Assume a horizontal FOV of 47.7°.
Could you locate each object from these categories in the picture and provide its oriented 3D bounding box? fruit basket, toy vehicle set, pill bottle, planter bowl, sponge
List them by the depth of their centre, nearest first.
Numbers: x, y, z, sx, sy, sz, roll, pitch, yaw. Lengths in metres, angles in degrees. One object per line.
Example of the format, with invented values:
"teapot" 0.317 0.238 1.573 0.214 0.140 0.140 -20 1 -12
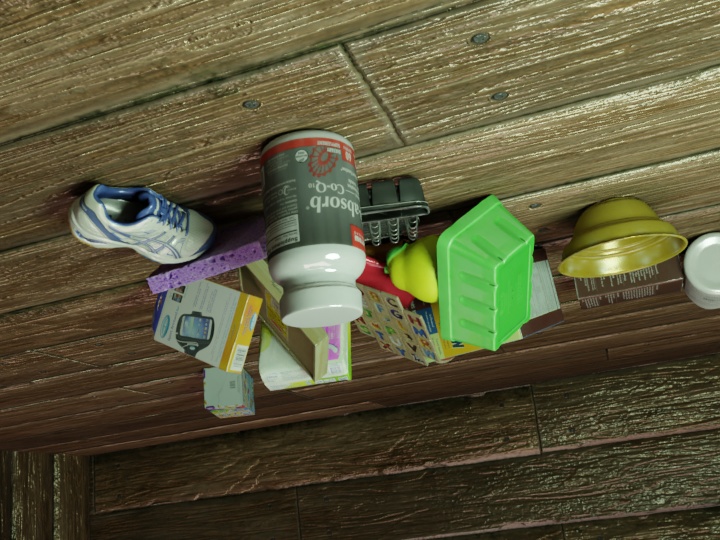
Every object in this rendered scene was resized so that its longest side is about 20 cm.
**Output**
"pill bottle" -0.053 -0.045 0.933 0.113 0.205 0.116 -6 164 -2
"sponge" -0.193 -0.027 1.124 0.196 0.030 0.112 -15 -157 26
"fruit basket" 0.144 -0.001 1.206 0.154 0.218 0.215 -35 178 -29
"toy vehicle set" -0.121 0.067 1.258 0.026 0.200 0.125 -34 157 -23
"planter bowl" 0.399 -0.059 1.271 0.195 0.086 0.201 -6 162 -2
"pill bottle" 0.667 0.009 1.542 0.112 0.117 0.200 -12 163 17

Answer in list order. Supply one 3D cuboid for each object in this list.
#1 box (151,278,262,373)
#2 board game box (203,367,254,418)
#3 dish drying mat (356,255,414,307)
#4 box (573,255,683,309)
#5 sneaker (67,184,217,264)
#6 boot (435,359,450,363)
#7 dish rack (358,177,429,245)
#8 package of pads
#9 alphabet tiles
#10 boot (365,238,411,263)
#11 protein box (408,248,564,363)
"box" -0.250 0.074 1.287 0.197 0.122 0.041 17 179 37
"board game box" -0.349 0.326 2.178 0.100 0.108 0.201 -6 162 0
"dish drying mat" 0.000 0.000 1.280 0.196 0.019 0.077 22 142 -10
"box" 0.516 0.015 1.577 0.195 0.077 0.100 -10 162 17
"sneaker" -0.260 -0.060 1.024 0.196 0.077 0.088 4 157 -38
"boot" 0.205 0.170 1.961 0.106 0.077 0.198 -22 157 29
"dish rack" 0.018 -0.069 1.141 0.149 0.056 0.200 -6 163 1
"package of pads" -0.094 0.095 1.371 0.150 0.204 0.069 -10 142 10
"alphabet tiles" 0.046 0.088 1.326 0.164 0.006 0.202 19 152 32
"boot" 0.050 0.008 1.371 0.141 0.073 0.201 -12 158 19
"protein box" 0.216 0.060 1.416 0.195 0.138 0.198 -19 174 34
